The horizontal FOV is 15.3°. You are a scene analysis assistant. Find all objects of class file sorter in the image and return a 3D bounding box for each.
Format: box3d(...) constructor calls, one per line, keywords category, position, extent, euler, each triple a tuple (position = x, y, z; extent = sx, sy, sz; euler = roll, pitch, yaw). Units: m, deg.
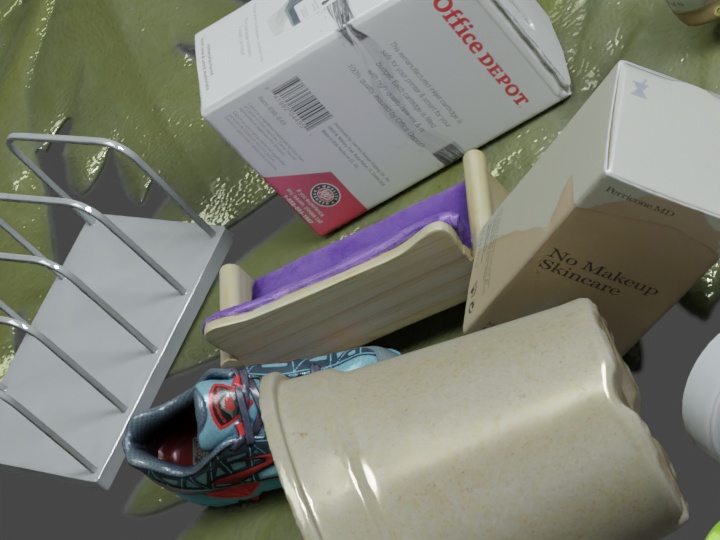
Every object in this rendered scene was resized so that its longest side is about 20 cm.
box3d(category="file sorter", position=(-0.208, 0.024, 1.799), extent=(0.138, 0.125, 0.201), euler=(6, 62, 43))

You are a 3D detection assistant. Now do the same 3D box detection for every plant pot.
box3d(category="plant pot", position=(0.070, 0.111, 1.456), extent=(0.183, 0.201, 0.201), euler=(-25, 44, 6))

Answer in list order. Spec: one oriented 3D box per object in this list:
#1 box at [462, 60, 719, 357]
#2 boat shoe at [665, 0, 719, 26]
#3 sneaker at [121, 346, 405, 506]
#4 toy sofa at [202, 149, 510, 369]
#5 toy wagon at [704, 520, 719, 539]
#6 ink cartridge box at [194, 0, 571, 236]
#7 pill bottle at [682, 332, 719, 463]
box3d(category="box", position=(0.139, -0.024, 1.501), extent=(0.200, 0.095, 0.078), euler=(125, 160, -56))
box3d(category="boat shoe", position=(0.268, -0.218, 1.646), extent=(0.199, 0.067, 0.074), euler=(-27, 42, 1))
box3d(category="sneaker", position=(-0.059, 0.096, 1.631), extent=(0.199, 0.095, 0.080), euler=(-22, 64, 28))
box3d(category="toy sofa", position=(0.000, 0.000, 1.667), extent=(0.199, 0.098, 0.083), euler=(-24, 45, 24))
box3d(category="toy wagon", position=(0.226, 0.153, 1.195), extent=(0.155, 0.040, 0.200), euler=(30, 59, 34))
box3d(category="ink cartridge box", position=(0.014, -0.133, 1.725), extent=(0.199, 0.146, 0.085), euler=(-28, 43, 19))
box3d(category="pill bottle", position=(0.256, 0.099, 1.363), extent=(0.112, 0.112, 0.200), euler=(-49, 42, -4))
